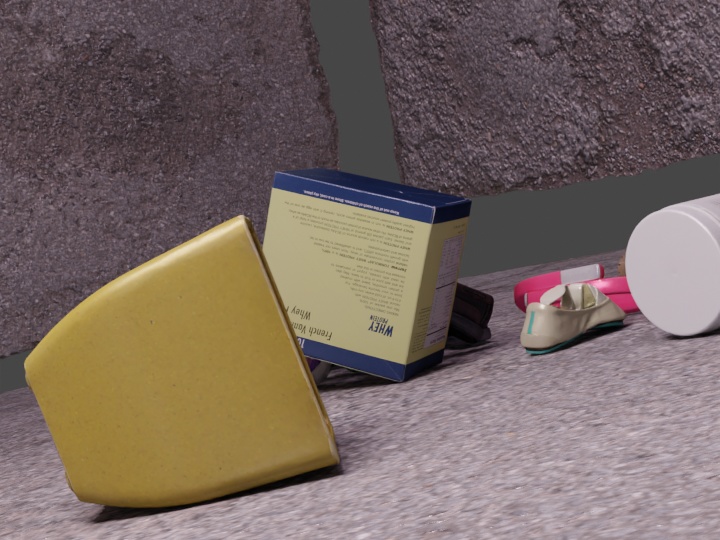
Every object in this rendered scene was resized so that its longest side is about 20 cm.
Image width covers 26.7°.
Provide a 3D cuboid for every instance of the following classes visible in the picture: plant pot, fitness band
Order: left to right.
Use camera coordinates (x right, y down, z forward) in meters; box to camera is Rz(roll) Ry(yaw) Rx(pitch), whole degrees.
[{"bbox_3d":[-0.144,0.084,1.184,0.200,0.194,0.196,-21,2,-1],"label":"plant pot"},{"bbox_3d":[0.281,0.030,1.833,0.200,0.037,0.144,-12,-18,40],"label":"fitness band"}]

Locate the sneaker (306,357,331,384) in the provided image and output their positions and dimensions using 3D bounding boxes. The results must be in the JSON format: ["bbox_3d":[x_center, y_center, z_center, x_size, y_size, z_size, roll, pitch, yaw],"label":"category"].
[{"bbox_3d":[-0.134,0.106,1.875,0.200,0.081,0.088,-11,-19,38],"label":"sneaker"}]

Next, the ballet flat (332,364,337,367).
[{"bbox_3d":[-0.012,0.099,2.013,0.068,0.068,0.200,-27,0,-41],"label":"ballet flat"}]

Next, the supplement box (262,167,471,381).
[{"bbox_3d":[0.000,0.000,1.737,0.200,0.200,0.134,13,11,21],"label":"supplement box"}]

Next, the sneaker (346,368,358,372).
[{"bbox_3d":[0.007,0.084,1.888,0.200,0.084,0.074,15,60,47],"label":"sneaker"}]

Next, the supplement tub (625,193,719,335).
[{"bbox_3d":[0.378,-0.015,1.527,0.200,0.132,0.132,-14,2,-37],"label":"supplement tub"}]

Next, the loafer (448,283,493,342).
[{"bbox_3d":[0.070,0.016,1.860,0.200,0.063,0.072,31,-15,-5],"label":"loafer"}]

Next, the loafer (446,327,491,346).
[{"bbox_3d":[0.119,0.066,2.008,0.072,0.063,0.200,-13,1,-18],"label":"loafer"}]

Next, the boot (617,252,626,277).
[{"bbox_3d":[0.467,-0.016,2.234,0.107,0.075,0.200,-8,12,34],"label":"boot"}]

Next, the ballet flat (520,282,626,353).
[{"bbox_3d":[0.241,0.045,1.700,0.069,0.070,0.200,-12,1,34],"label":"ballet flat"}]
